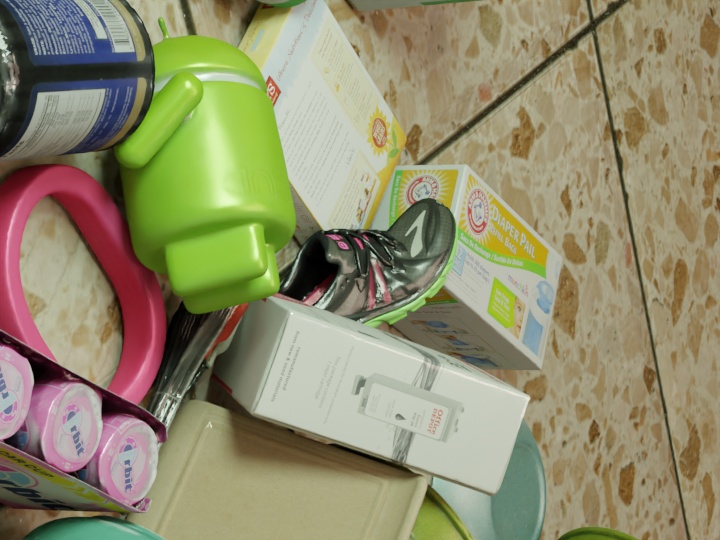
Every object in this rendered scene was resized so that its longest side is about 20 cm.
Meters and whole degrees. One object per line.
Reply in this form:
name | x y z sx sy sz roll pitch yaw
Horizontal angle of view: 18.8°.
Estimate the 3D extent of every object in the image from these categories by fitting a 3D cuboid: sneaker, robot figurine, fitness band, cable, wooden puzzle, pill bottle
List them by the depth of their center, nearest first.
pill bottle | -0.227 -0.124 1.365 0.200 0.111 0.113 -11 99 -58
fitness band | -0.196 0.020 1.486 0.144 0.037 0.200 -63 140 -37
robot figurine | -0.111 -0.075 1.523 0.176 0.115 0.201 58 19 -70
wooden puzzle | -0.071 0.198 1.548 0.037 0.199 0.186 89 20 -56
cable | -0.122 0.083 1.558 0.050 0.097 0.201 26 59 -18
sneaker | 0.000 0.000 1.713 0.200 0.077 0.084 -38 128 -26

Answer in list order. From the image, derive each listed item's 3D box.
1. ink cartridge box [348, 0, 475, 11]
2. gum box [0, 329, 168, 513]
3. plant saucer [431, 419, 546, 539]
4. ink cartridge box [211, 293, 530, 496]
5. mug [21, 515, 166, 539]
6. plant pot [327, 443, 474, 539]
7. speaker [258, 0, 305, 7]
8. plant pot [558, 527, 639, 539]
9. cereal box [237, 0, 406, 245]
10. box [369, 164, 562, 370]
ink cartridge box | 0.064 -0.323 1.806 0.084 0.145 0.201 47 51 -46
gum box | -0.222 0.097 1.370 0.200 0.113 0.066 37 59 -52
plant saucer | 0.130 0.211 2.010 0.201 0.039 0.202 1 89 -59
ink cartridge box | 0.006 0.087 1.615 0.199 0.146 0.083 20 92 -18
mug | -0.173 0.236 1.428 0.152 0.185 0.115 32 60 -11
plant pot | -0.035 0.265 1.624 0.193 0.200 0.201 -38 122 -38
speaker | -0.099 -0.270 1.601 0.200 0.088 0.089 36 60 -53
plant pot | 0.196 0.371 1.979 0.193 0.200 0.201 -37 121 -39
cereal box | -0.038 -0.116 1.738 0.200 0.039 0.144 56 47 -42
box | 0.081 -0.001 1.872 0.200 0.101 0.113 38 58 -52
